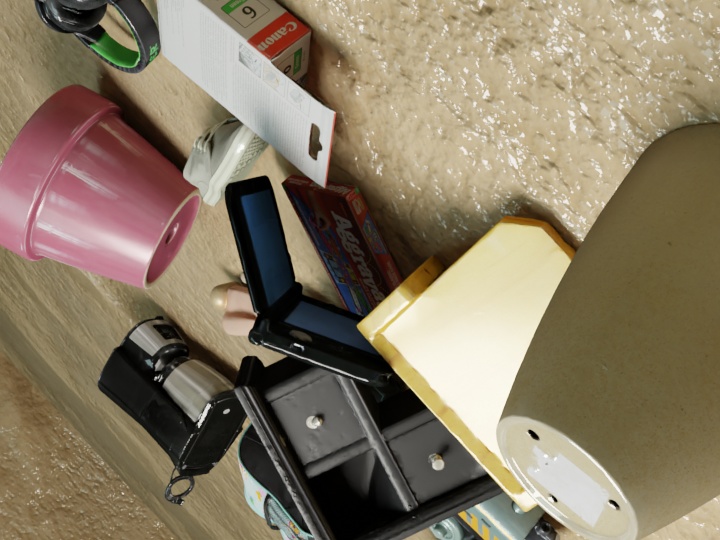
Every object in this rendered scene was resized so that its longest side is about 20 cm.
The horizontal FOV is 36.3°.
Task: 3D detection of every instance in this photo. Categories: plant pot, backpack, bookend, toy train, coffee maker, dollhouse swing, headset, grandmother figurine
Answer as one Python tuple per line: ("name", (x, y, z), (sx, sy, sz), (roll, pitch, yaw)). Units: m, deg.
("plant pot", (-0.283, -0.077, 1.218), (0.178, 0.200, 0.200), (29, 153, 3))
("backpack", (-0.044, 0.244, 1.291), (0.200, 0.176, 0.154), (38, 150, 31))
("plant pot", (0.175, 0.052, 0.620), (0.187, 0.200, 0.188), (37, 153, 22))
("bookend", (0.018, 0.138, 1.017), (0.092, 0.199, 0.199), (-95, -20, -77))
("toy train", (0.115, 0.233, 1.130), (0.200, 0.085, 0.114), (45, 146, 7))
("coffee maker", (-0.285, 0.196, 1.598), (0.200, 0.192, 0.135), (36, 169, 29))
("dollhouse swing", (0.133, 0.053, 0.889), (0.200, 0.176, 0.182), (47, -163, 2))
("headset", (-0.279, -0.261, 1.036), (0.200, 0.094, 0.123), (46, 156, -10))
("grandmother figurine", (-0.100, 0.055, 1.249), (0.121, 0.061, 0.200), (49, 160, -22))

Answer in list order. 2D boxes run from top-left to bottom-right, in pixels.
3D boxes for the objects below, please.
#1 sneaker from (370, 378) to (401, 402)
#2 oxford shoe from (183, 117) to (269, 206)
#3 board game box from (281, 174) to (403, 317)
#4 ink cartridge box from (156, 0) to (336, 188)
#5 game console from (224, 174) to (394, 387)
("sneaker", (-0.006, 0.118, 1.163), (0.200, 0.079, 0.075), (62, 178, -32))
("oxford shoe", (-0.129, -0.112, 1.034), (0.058, 0.075, 0.200), (49, 160, -4))
("board game box", (0.000, 0.000, 1.048), (0.103, 0.019, 0.201), (14, 139, 49))
("ink cartridge box", (-0.083, -0.169, 0.902), (0.200, 0.050, 0.109), (40, 154, 15))
("game console", (-0.035, 0.003, 0.952), (0.175, 0.117, 0.200), (20, -171, 2))
